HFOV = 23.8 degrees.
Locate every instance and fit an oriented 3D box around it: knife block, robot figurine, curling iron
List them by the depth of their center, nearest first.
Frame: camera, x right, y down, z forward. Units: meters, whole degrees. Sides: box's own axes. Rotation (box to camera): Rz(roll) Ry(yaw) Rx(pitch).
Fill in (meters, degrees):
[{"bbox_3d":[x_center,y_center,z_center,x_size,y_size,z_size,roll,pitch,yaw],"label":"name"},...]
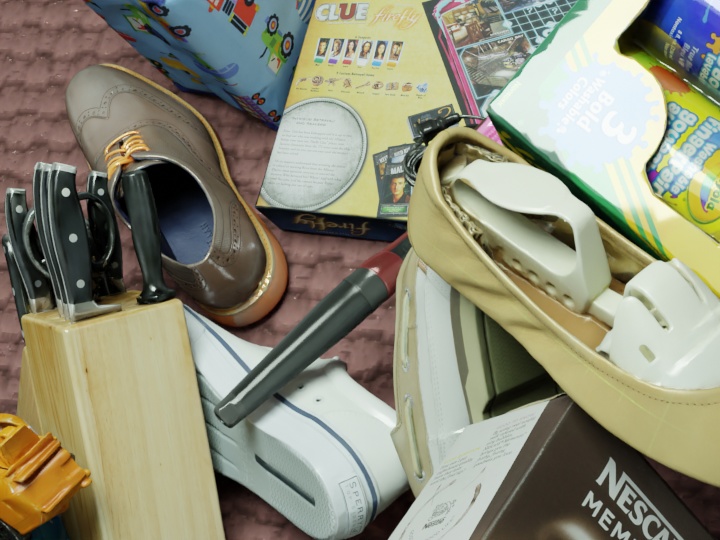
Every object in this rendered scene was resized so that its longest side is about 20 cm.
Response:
[{"bbox_3d":[0.000,0.000,0.825,0.050,0.026,0.200,34,74,23],"label":"curling iron"},{"bbox_3d":[-0.118,0.049,0.836,0.064,0.176,0.200,-14,54,-26],"label":"knife block"},{"bbox_3d":[-0.217,0.120,0.838,0.200,0.058,0.145,-6,36,53],"label":"robot figurine"}]

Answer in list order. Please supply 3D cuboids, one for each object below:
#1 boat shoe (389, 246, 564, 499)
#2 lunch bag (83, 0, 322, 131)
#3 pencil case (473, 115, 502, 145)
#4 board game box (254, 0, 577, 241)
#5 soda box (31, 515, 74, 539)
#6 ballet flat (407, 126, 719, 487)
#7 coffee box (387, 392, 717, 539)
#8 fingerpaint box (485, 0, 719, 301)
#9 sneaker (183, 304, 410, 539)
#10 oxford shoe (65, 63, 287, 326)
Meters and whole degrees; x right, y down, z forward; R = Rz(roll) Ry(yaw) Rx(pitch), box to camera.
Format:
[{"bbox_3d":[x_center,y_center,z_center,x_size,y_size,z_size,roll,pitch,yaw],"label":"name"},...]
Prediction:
[{"bbox_3d":[0.055,0.079,0.770,0.068,0.075,0.201,16,111,52],"label":"boat shoe"},{"bbox_3d":[-0.056,-0.204,0.927,0.094,0.151,0.200,25,81,31],"label":"lunch bag"},{"bbox_3d":[0.115,-0.083,0.788,0.091,0.094,0.200,40,86,27],"label":"pencil case"},{"bbox_3d":[0.054,-0.080,0.890,0.199,0.035,0.136,7,72,28],"label":"board game box"},{"bbox_3d":[-0.220,0.206,0.876,0.200,0.068,0.064,-36,56,7],"label":"soda box"},{"bbox_3d":[0.091,0.011,0.650,0.200,0.063,0.069,35,57,30],"label":"ballet flat"},{"bbox_3d":[0.050,0.157,0.646,0.080,0.113,0.200,-26,21,53],"label":"coffee box"},{"bbox_3d":[0.179,-0.081,0.689,0.167,0.073,0.200,41,90,18],"label":"fingerpaint box"},{"bbox_3d":[-0.041,0.069,0.859,0.071,0.073,0.200,-21,37,-31],"label":"sneaker"},{"bbox_3d":[-0.112,-0.058,0.936,0.071,0.073,0.200,-44,57,2],"label":"oxford shoe"}]
